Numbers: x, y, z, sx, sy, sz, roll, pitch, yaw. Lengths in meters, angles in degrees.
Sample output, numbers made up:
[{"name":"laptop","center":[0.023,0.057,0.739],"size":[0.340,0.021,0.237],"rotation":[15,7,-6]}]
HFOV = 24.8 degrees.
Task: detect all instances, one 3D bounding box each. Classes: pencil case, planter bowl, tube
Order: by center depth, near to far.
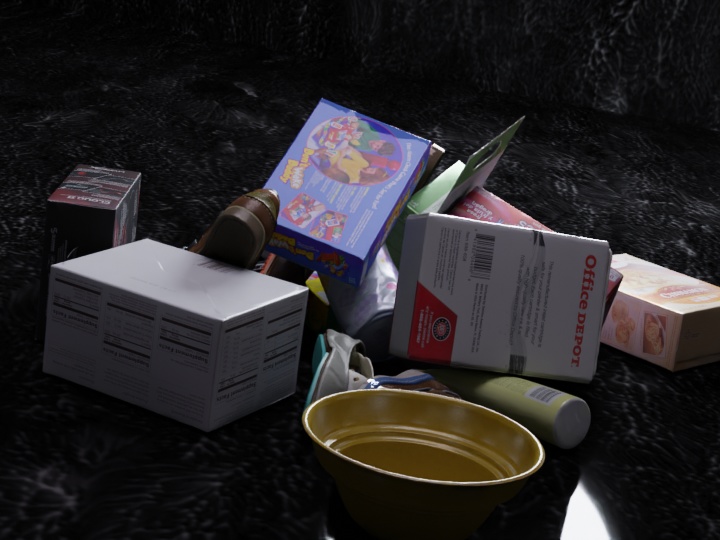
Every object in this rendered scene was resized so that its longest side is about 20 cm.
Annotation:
[{"name":"planter bowl","center":[0.046,0.170,1.334],"size":[0.198,0.084,0.201],"rotation":[7,16,-2]},{"name":"tube","center":[0.144,0.126,1.628],"size":[0.052,0.058,0.199],"rotation":[-46,35,-18]},{"name":"pencil case","center":[0.000,0.000,1.749],"size":[0.090,0.083,0.201],"rotation":[-23,53,-4]}]

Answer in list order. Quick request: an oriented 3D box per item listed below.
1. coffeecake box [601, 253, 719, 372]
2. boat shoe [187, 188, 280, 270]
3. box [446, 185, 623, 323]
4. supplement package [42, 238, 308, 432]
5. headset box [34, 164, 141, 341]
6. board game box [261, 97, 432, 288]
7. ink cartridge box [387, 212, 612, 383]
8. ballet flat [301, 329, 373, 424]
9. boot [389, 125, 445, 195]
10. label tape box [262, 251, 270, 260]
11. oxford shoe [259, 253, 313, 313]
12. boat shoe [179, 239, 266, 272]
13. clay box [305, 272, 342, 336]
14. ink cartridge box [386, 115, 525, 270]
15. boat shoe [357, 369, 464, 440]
[{"name":"coffeecake box","center":[0.344,0.047,1.959],"size":[0.153,0.074,0.199],"rotation":[-8,22,-43]},{"name":"boat shoe","center":[-0.136,-0.012,1.667],"size":[0.072,0.200,0.068],"rotation":[44,47,-5]},{"name":"box","center":[0.174,0.012,1.800],"size":[0.199,0.100,0.095],"rotation":[33,48,16]},{"name":"supplement package","center":[-0.176,0.057,1.567],"size":[0.198,0.112,0.155],"rotation":[17,18,26]},{"name":"headset box","center":[-0.282,-0.016,1.701],"size":[0.074,0.150,0.200],"rotation":[7,16,-2]},{"name":"board game box","center":[-0.022,-0.085,1.735],"size":[0.133,0.045,0.201],"rotation":[22,48,9]},{"name":"ink cartridge box","center":[0.140,0.029,1.652],"size":[0.198,0.146,0.084],"rotation":[9,-1,-14]},{"name":"ballet flat","center":[-0.018,0.105,1.572],"size":[0.063,0.068,0.200],"rotation":[15,15,-2]},{"name":"boot","center":[0.040,-0.110,1.903],"size":[0.075,0.074,0.200],"rotation":[32,-24,3]},{"name":"label tape box","center":[-0.063,-0.047,2.051],"size":[0.198,0.064,0.144],"rotation":[-21,10,15]},{"name":"oxford shoe","center":[-0.082,0.031,1.767],"size":[0.072,0.072,0.200],"rotation":[20,38,16]},{"name":"boat shoe","center":[-0.179,0.000,1.844],"size":[0.197,0.067,0.075],"rotation":[8,6,0]},{"name":"clay box","center":[-0.022,0.028,1.876],"size":[0.114,0.048,0.200],"rotation":[0,17,-21]},{"name":"ink cartridge box","center":[0.096,-0.086,1.834],"size":[0.048,0.201,0.145],"rotation":[35,37,13]},{"name":"boat shoe","center":[0.044,0.134,1.487],"size":[0.072,0.073,0.200],"rotation":[16,17,21]}]
